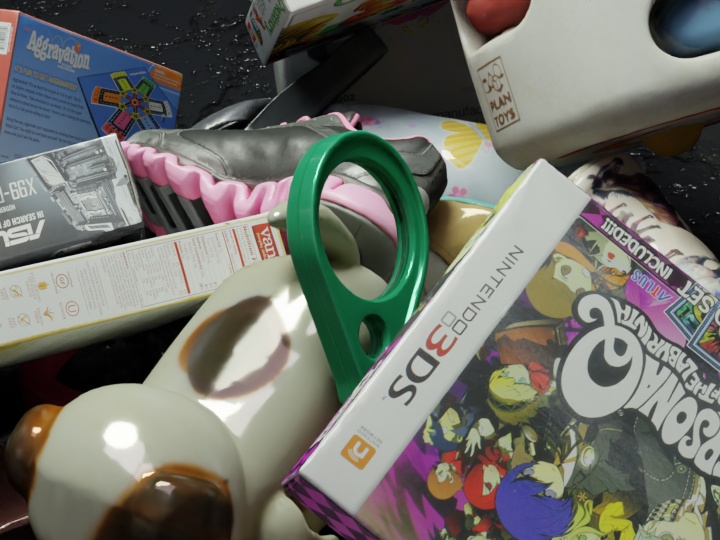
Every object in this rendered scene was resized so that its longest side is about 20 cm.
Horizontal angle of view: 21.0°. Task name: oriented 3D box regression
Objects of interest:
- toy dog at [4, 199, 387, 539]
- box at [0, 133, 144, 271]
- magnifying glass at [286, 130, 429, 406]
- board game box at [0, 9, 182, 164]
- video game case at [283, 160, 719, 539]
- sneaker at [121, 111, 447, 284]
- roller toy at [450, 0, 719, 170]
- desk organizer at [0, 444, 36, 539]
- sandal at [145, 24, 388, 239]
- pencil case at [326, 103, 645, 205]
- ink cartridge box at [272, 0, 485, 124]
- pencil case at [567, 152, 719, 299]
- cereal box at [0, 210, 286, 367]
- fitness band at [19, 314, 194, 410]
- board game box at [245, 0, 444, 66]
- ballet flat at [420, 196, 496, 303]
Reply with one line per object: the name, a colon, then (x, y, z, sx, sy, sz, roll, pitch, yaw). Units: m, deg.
toy dog: (-0.058, 0.082, 0.864, 0.139, 0.194, 0.200, 30, 37, 25)
box: (-0.211, -0.008, 0.987, 0.200, 0.050, 0.158, -15, -6, -10)
magnifying glass: (0.002, 0.038, 0.848, 0.022, 0.200, 0.080, -12, -13, 40)
board game box: (-0.162, -0.081, 1.122, 0.019, 0.103, 0.200, 10, -1, 21)
video game case: (0.099, 0.081, 0.815, 0.200, 0.036, 0.181, 39, 68, 0)
sneaker: (-0.040, -0.048, 1.014, 0.200, 0.079, 0.095, 14, 50, 34)
roller toy: (0.142, -0.126, 1.002, 0.200, 0.140, 0.182, -16, -2, 24)
desk organizer: (-0.221, 0.107, 0.946, 0.077, 0.072, 0.200, -20, 35, -28)
sandal: (-0.071, -0.077, 1.126, 0.200, 0.043, 0.076, -43, 3, -13)
pencil case: (0.064, -0.038, 1.110, 0.200, 0.091, 0.083, 9, 30, 7)
ink cartridge box: (0.017, -0.152, 1.212, 0.147, 0.200, 0.086, -10, -1, -6)
pencil case: (0.160, 0.032, 0.940, 0.078, 0.089, 0.200, -43, 68, 8)
cereal box: (-0.152, 0.020, 0.942, 0.200, 0.040, 0.144, -15, -3, -41)
fitness band: (-0.089, 0.042, 1.073, 0.200, 0.037, 0.144, -13, 35, -13)
board game box: (0.037, -0.177, 1.106, 0.200, 0.035, 0.126, -21, -3, -11)
ballet flat: (0.000, 0.000, 1.035, 0.200, 0.069, 0.063, 2, 40, 35)
